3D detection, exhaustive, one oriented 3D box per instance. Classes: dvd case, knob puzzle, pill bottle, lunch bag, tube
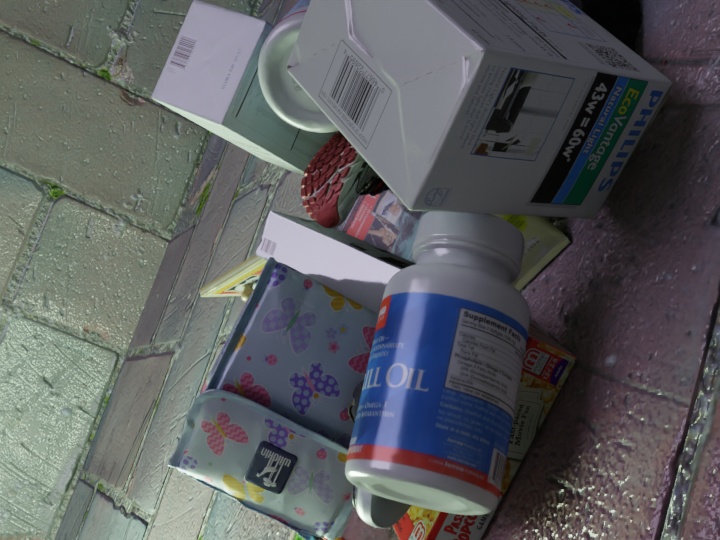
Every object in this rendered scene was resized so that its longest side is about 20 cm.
[{"bbox_3d":[0.036,-0.016,1.034,0.199,0.022,0.147,36,105,35],"label":"dvd case"},{"bbox_3d":[-0.059,0.005,1.222,0.219,0.217,0.031,-36,65,57],"label":"knob puzzle"},{"bbox_3d":[-0.021,-0.214,0.994,0.109,0.108,0.201,-55,7,29],"label":"pill bottle"},{"bbox_3d":[0.061,0.064,0.758,0.112,0.111,0.202,-28,45,62],"label":"pill bottle"},{"bbox_3d":[-0.052,0.117,0.919,0.202,0.168,0.127,-62,2,-4],"label":"lunch bag"},{"bbox_3d":[0.090,-0.076,0.904,0.052,0.200,0.058,-40,-6,-7],"label":"tube"}]

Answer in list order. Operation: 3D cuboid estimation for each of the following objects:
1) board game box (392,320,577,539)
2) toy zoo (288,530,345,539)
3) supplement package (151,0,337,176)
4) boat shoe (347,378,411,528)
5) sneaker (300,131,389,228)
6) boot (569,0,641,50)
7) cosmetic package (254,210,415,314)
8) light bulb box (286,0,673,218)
[{"bbox_3d":[0.085,0.125,0.864,0.202,0.046,0.152,-64,19,8],"label":"board game box"},{"bbox_3d":[-0.048,0.324,1.039,0.133,0.020,0.200,-69,19,-6],"label":"toy zoo"},{"bbox_3d":[-0.102,-0.183,1.115,0.109,0.199,0.115,24,89,34],"label":"supplement package"},{"bbox_3d":[0.023,0.101,0.840,0.066,0.070,0.203,2,71,39],"label":"boat shoe"},{"bbox_3d":[0.013,-0.102,0.972,0.077,0.082,0.201,-25,23,41],"label":"sneaker"},{"bbox_3d":[0.172,-0.165,0.933,0.162,0.073,0.200,-43,34,50],"label":"boot"},{"bbox_3d":[0.000,0.000,0.995,0.199,0.082,0.051,25,96,35],"label":"cosmetic package"},{"bbox_3d":[0.085,-0.147,0.791,0.199,0.198,0.126,52,128,39],"label":"light bulb box"}]
